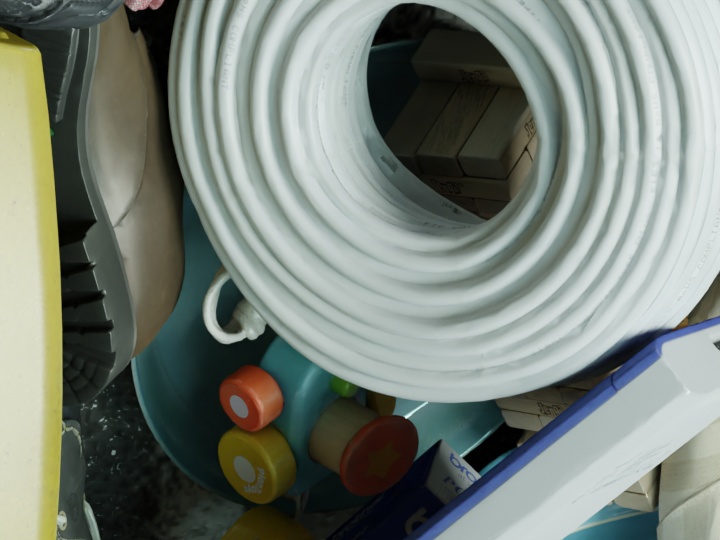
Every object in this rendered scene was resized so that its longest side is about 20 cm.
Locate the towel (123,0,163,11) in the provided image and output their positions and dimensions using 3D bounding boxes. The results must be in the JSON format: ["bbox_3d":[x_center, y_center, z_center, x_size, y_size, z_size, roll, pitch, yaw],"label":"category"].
[{"bbox_3d":[-0.062,-0.196,0.840,0.200,0.144,0.023,-54,167,8],"label":"towel"}]

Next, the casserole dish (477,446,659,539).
[{"bbox_3d":[0.115,0.109,1.169,0.199,0.039,0.121,-8,140,-28],"label":"casserole dish"}]

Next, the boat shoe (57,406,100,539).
[{"bbox_3d":[-0.123,0.081,1.009,0.072,0.068,0.201,-17,124,-20],"label":"boat shoe"}]

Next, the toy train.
[{"bbox_3d":[-0.047,0.097,1.001,0.150,0.056,0.200,18,101,-61],"label":"toy train"}]

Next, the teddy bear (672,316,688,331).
[{"bbox_3d":[0.183,-0.007,1.143,0.199,0.067,0.145,-17,128,-22],"label":"teddy bear"}]

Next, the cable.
[{"bbox_3d":[0.033,-0.053,0.916,0.069,0.199,0.201,-31,112,-59],"label":"cable"}]

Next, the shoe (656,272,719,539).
[{"bbox_3d":[0.150,0.082,1.077,0.070,0.053,0.201,-5,101,-39],"label":"shoe"}]

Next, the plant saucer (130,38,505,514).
[{"bbox_3d":[0.000,0.000,1.061,0.199,0.027,0.201,-15,125,-23],"label":"plant saucer"}]

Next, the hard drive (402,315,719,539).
[{"bbox_3d":[0.052,0.086,0.974,0.200,0.025,0.132,-41,169,21],"label":"hard drive"}]

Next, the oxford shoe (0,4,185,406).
[{"bbox_3d":[-0.099,-0.063,0.943,0.084,0.072,0.201,-38,130,-53],"label":"oxford shoe"}]

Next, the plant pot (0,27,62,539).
[{"bbox_3d":[-0.199,-0.008,0.836,0.199,0.200,0.177,9,101,-35],"label":"plant pot"}]

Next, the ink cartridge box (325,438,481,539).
[{"bbox_3d":[0.067,0.169,1.098,0.200,0.044,0.094,45,113,-9],"label":"ink cartridge box"}]

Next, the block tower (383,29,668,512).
[{"bbox_3d":[0.068,0.004,1.040,0.058,0.054,0.200,-57,138,-33],"label":"block tower"}]

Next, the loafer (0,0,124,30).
[{"bbox_3d":[-0.080,-0.168,0.795,0.070,0.068,0.201,8,92,-69],"label":"loafer"}]
